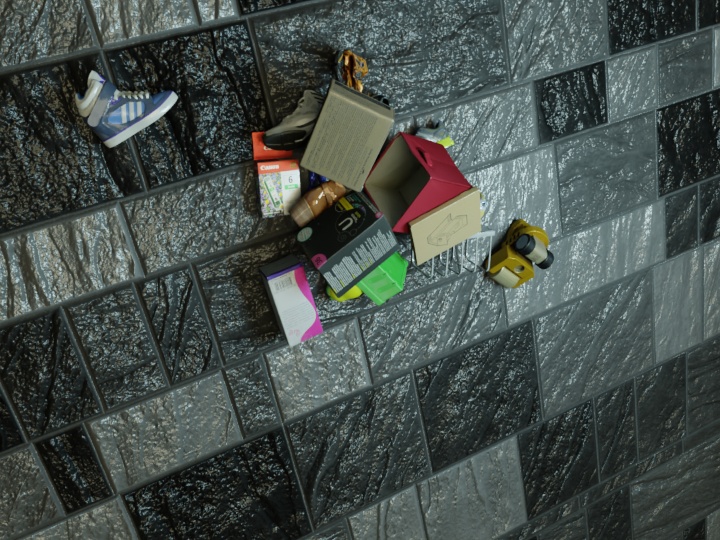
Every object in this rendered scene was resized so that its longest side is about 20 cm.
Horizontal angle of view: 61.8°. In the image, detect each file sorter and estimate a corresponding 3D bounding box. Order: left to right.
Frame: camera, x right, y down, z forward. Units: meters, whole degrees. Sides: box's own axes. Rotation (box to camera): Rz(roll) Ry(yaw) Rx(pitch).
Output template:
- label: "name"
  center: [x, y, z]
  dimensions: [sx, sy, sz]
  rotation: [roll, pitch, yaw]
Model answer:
- label: "file sorter"
  center: [0.254, -0.062, 1.688]
  dimensions: [0.194, 0.139, 0.128]
  rotation: [-6, 111, -20]

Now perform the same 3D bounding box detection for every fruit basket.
- label: "fruit basket"
  center: [0.000, 0.000, 1.616]
  dimensions: [0.214, 0.214, 0.159]
  rotation: [34, 52, -26]

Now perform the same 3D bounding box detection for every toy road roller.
- label: "toy road roller"
  center: [0.473, -0.058, 1.806]
  dimensions: [0.121, 0.149, 0.199]
  rotation: [30, 130, -26]

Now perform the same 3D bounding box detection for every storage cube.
- label: "storage cube"
  center: [0.143, -0.212, 1.517]
  dimensions: [0.177, 0.173, 0.201]
  rotation: [3, 136, -43]

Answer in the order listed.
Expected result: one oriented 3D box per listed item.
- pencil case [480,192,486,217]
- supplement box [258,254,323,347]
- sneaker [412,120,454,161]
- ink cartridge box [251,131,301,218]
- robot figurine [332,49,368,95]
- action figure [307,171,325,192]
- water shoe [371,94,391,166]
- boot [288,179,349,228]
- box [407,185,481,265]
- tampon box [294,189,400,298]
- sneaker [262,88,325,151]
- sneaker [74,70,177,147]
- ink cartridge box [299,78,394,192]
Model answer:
- label: "pencil case"
  center: [0.253, -0.189, 1.676]
  dimensions: [0.195, 0.091, 0.086]
  rotation: [5, 103, -23]
- label: "supplement box"
  center: [-0.180, 0.077, 1.567]
  dimensions: [0.099, 0.103, 0.205]
  rotation: [-21, 111, -16]
- label: "sneaker"
  center: [0.151, -0.336, 1.612]
  dimensions: [0.196, 0.074, 0.083]
  rotation: [-23, 92, -13]
- label: "ink cartridge box"
  center: [-0.207, -0.240, 1.492]
  dimensions: [0.106, 0.050, 0.206]
  rotation: [-9, 109, -20]
- label: "robot figurine"
  center: [-0.016, -0.434, 1.463]
  dimensions: [0.057, 0.144, 0.207]
  rotation: [-2, 96, 24]
- label: "action figure"
  center: [-0.100, -0.249, 1.512]
  dimensions: [0.063, 0.099, 0.206]
  rotation: [-6, 105, -21]
- label: "water shoe"
  center: [0.031, -0.346, 1.544]
  dimensions: [0.070, 0.079, 0.206]
  rotation: [2, 104, -22]
- label: "boot"
  center: [-0.075, -0.135, 1.531]
  dimensions: [0.154, 0.074, 0.201]
  rotation: [-38, 140, 0]
- label: "box"
  center: [0.217, -0.110, 1.525]
  dimensions: [0.196, 0.021, 0.165]
  rotation: [-29, 143, -7]
- label: "tampon box"
  center: [-0.032, -0.070, 1.458]
  dimensions: [0.198, 0.150, 0.127]
  rotation: [-38, 135, -3]
- label: "sneaker"
  center: [-0.152, -0.370, 1.467]
  dimensions: [0.195, 0.076, 0.118]
  rotation: [-17, 70, -8]
- label: "sneaker"
  center: [-0.517, -0.379, 1.307]
  dimensions: [0.198, 0.081, 0.148]
  rotation: [-34, 119, -4]
- label: "ink cartridge box"
  center: [-0.033, -0.309, 1.391]
  dimensions: [0.161, 0.076, 0.202]
  rotation: [22, 125, -12]
